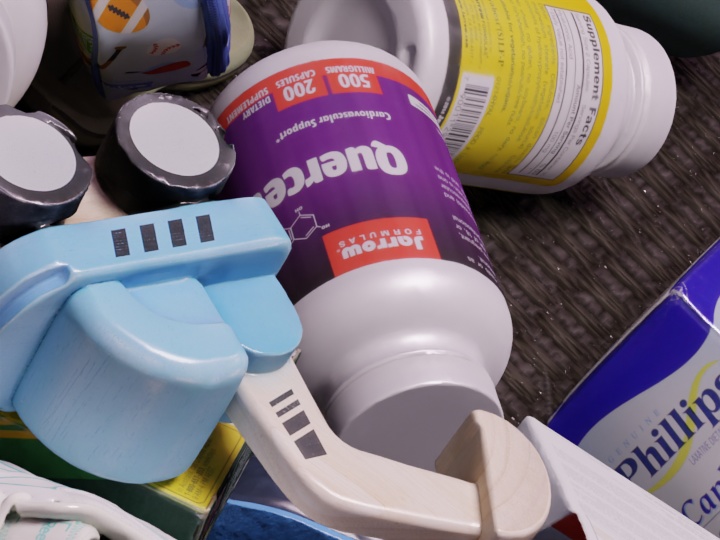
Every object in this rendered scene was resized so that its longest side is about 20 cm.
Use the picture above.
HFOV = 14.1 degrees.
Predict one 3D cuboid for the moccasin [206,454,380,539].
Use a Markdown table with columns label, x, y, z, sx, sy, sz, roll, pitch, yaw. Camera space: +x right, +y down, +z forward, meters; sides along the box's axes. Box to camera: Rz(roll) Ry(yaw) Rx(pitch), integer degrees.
| label | x | y | z | sx | sy | sz | roll | pitch | yaw |
| --- | --- | --- | --- | --- | --- | --- | --- | --- | --- |
| moccasin | 0.026 | 0.125 | 1.197 | 0.200 | 0.081 | 0.068 | 33 | 28 | -14 |

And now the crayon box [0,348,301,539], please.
| label | x | y | z | sx | sy | sz | roll | pitch | yaw |
| --- | --- | --- | --- | --- | --- | --- | --- | --- | --- |
| crayon box | -0.136 | 0.036 | 1.131 | 0.200 | 0.051 | 0.127 | 26 | 32 | 3 |

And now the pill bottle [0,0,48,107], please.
| label | x | y | z | sx | sy | sz | roll | pitch | yaw |
| --- | --- | --- | --- | --- | --- | --- | --- | --- | --- |
| pill bottle | -0.184 | -0.116 | 1.195 | 0.112 | 0.113 | 0.200 | 29 | 17 | -18 |

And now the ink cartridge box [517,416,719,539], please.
| label | x | y | z | sx | sy | sz | roll | pitch | yaw |
| --- | --- | --- | --- | --- | --- | --- | --- | --- | --- |
| ink cartridge box | 0.136 | 0.150 | 1.252 | 0.160 | 0.047 | 0.200 | 34 | 11 | -13 |

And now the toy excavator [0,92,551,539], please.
| label | x | y | z | sx | sy | sz | roll | pitch | yaw |
| --- | --- | --- | --- | --- | --- | --- | --- | --- | --- |
| toy excavator | -0.050 | 0.040 | 1.062 | 0.194 | 0.100 | 0.200 | -9 | 58 | -38 |

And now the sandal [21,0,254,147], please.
| label | x | y | z | sx | sy | sz | roll | pitch | yaw |
| --- | --- | --- | --- | --- | --- | --- | --- | --- | --- |
| sandal | -0.110 | -0.115 | 1.369 | 0.080 | 0.057 | 0.201 | 45 | 31 | 7 |

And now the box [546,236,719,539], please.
| label | x | y | z | sx | sy | sz | roll | pitch | yaw |
| --- | --- | --- | --- | --- | --- | --- | --- | --- | --- |
| box | 0.222 | 0.080 | 1.439 | 0.200 | 0.105 | 0.184 | 43 | 31 | 6 |

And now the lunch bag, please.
| label | x | y | z | sx | sy | sz | roll | pitch | yaw |
| --- | --- | --- | --- | --- | --- | --- | --- | --- | --- |
| lunch bag | -0.106 | -0.178 | 1.252 | 0.160 | 0.075 | 0.201 | 98 | -22 | -84 |

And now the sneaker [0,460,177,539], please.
| label | x | y | z | sx | sy | sz | roll | pitch | yaw |
| --- | --- | --- | --- | --- | --- | --- | --- | --- | --- |
| sneaker | -0.128 | 0.094 | 1.020 | 0.200 | 0.080 | 0.071 | 18 | 74 | -7 |

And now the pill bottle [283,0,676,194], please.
| label | x | y | z | sx | sy | sz | roll | pitch | yaw |
| --- | --- | --- | --- | --- | --- | --- | --- | --- | --- |
| pill bottle | 0.066 | -0.097 | 1.486 | 0.200 | 0.111 | 0.111 | 7 | 44 | -43 |

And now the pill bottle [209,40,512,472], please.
| label | x | y | z | sx | sy | sz | roll | pitch | yaw |
| --- | --- | --- | --- | --- | --- | --- | --- | --- | --- |
| pill bottle | 0.000 | 0.000 | 1.291 | 0.112 | 0.113 | 0.200 | 16 | 38 | -34 |

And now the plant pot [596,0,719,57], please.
| label | x | y | z | sx | sy | sz | roll | pitch | yaw |
| --- | --- | --- | --- | --- | --- | --- | --- | --- | --- |
| plant pot | 0.148 | -0.226 | 1.674 | 0.196 | 0.200 | 0.201 | 24 | 34 | -38 |
